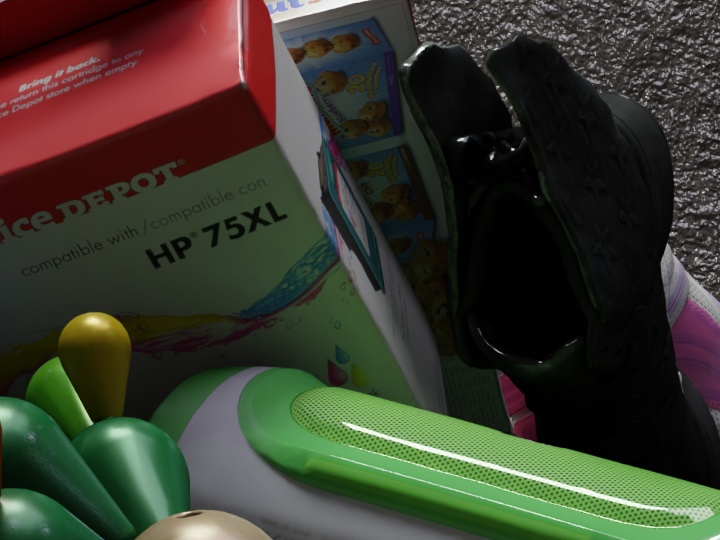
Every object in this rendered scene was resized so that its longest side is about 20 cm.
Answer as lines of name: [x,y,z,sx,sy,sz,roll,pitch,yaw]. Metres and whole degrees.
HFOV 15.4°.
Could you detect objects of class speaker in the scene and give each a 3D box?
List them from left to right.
speaker: [0.035,0.083,0.711,0.199,0.089,0.088,14,0,29]

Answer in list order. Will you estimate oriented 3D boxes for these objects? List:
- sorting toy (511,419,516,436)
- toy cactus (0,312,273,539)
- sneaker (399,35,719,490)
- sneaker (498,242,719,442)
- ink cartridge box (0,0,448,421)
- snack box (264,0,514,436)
sorting toy: [0.067,0.063,1.021,0.200,0.107,0.180,45,15,-23]
toy cactus: [-0.073,0.067,0.628,0.165,0.103,0.200,32,0,6]
sneaker: [0.063,0.020,0.826,0.060,0.201,0.104,-2,15,27]
sneaker: [0.104,0.042,0.938,0.081,0.201,0.088,-21,6,36]
ink cartridge box: [-0.062,-0.009,0.784,0.116,0.200,0.067,-20,36,12]
snack box: [0.000,0.000,0.855,0.071,0.201,0.024,-13,34,3]
